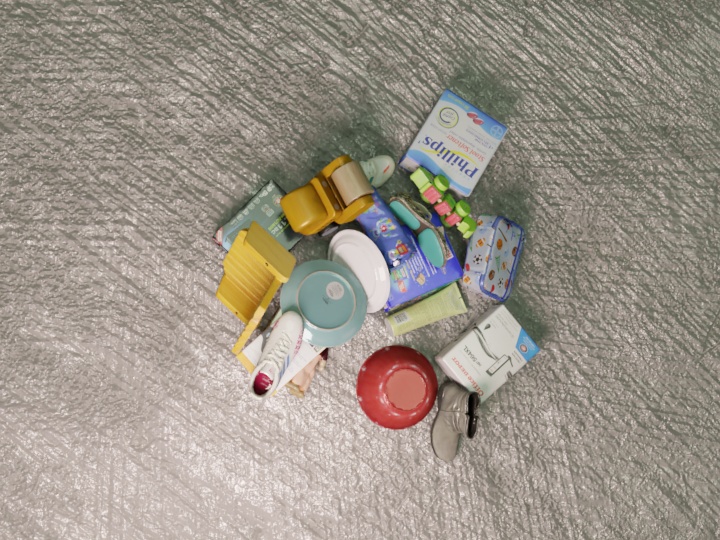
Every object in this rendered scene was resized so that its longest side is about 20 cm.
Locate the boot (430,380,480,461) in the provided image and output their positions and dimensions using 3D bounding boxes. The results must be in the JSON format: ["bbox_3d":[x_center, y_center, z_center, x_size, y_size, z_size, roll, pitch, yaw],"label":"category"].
[{"bbox_3d":[0.220,0.360,1.672,0.067,0.131,0.201,0,99,-21],"label":"boot"}]

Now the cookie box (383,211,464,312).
[{"bbox_3d":[0.120,-0.019,1.735,0.199,0.075,0.172,-23,85,-9],"label":"cookie box"}]

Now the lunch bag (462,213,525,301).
[{"bbox_3d":[0.323,-0.033,1.740,0.160,0.075,0.201,24,81,-46],"label":"lunch bag"}]

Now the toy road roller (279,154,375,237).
[{"bbox_3d":[-0.082,-0.153,1.603,0.146,0.200,0.123,-20,80,-53],"label":"toy road roller"}]

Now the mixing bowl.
[{"bbox_3d":[0.094,0.273,1.690,0.199,0.108,0.201,1,84,-7],"label":"mixing bowl"}]

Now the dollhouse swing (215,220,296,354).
[{"bbox_3d":[-0.258,0.043,1.564,0.182,0.200,0.176,42,43,4],"label":"dollhouse swing"}]

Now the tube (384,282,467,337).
[{"bbox_3d":[0.156,0.101,1.748,0.199,0.052,0.058,-23,130,-13],"label":"tube"}]

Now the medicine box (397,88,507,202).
[{"bbox_3d":[0.222,-0.298,1.764,0.182,0.103,0.200,32,80,-4],"label":"medicine box"}]

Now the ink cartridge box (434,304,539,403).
[{"bbox_3d":[0.300,0.200,1.736,0.200,0.084,0.146,-40,91,-10],"label":"ink cartridge box"}]

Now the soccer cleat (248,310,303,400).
[{"bbox_3d":[-0.173,0.182,1.521,0.070,0.086,0.201,24,90,-1],"label":"soccer cleat"}]

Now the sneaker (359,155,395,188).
[{"bbox_3d":[-0.003,-0.222,1.729,0.199,0.093,0.071,-22,88,-9],"label":"sneaker"}]

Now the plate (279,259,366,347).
[{"bbox_3d":[-0.077,0.068,1.600,0.199,0.026,0.201,6,70,-17],"label":"plate"}]

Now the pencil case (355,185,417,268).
[{"bbox_3d":[0.046,-0.095,1.664,0.087,0.078,0.200,-32,78,-2],"label":"pencil case"}]

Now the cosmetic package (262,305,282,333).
[{"bbox_3d":[-0.152,0.109,1.674,0.087,0.103,0.200,33,83,-5],"label":"cosmetic package"}]

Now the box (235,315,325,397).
[{"bbox_3d":[-0.160,0.165,1.599,0.200,0.041,0.119,-41,91,-11],"label":"box"}]

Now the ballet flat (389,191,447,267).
[{"bbox_3d":[0.148,-0.103,1.682,0.200,0.068,0.075,51,48,-2],"label":"ballet flat"}]

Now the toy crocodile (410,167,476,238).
[{"bbox_3d":[0.193,-0.157,1.698,0.200,0.067,0.062,48,37,-10],"label":"toy crocodile"}]

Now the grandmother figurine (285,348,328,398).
[{"bbox_3d":[-0.108,0.188,1.678,0.060,0.121,0.200,21,66,20],"label":"grandmother figurine"}]

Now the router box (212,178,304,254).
[{"bbox_3d":[-0.224,-0.091,1.702,0.150,0.062,0.200,44,81,-3],"label":"router box"}]

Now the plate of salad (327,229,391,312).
[{"bbox_3d":[0.000,0.000,1.674,0.048,0.200,0.201,-23,88,-41],"label":"plate of salad"}]
